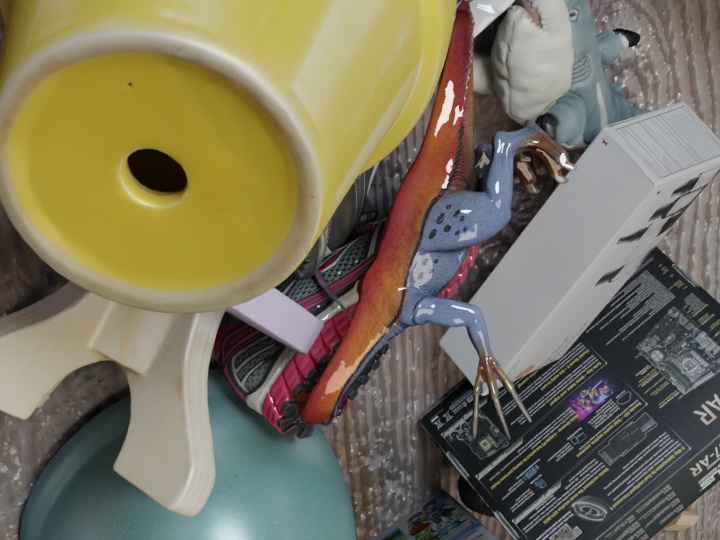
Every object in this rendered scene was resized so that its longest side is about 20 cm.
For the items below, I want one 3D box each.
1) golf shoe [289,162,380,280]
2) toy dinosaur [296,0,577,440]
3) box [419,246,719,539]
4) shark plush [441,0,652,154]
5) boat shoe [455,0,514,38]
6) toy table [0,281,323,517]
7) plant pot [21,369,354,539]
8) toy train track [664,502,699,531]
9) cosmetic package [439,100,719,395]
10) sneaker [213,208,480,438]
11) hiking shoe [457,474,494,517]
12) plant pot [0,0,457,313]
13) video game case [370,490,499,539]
[{"bbox_3d":[-0.025,-0.097,0.839,0.094,0.078,0.200,-30,136,-50],"label":"golf shoe"},{"bbox_3d":[0.020,-0.008,0.840,0.181,0.105,0.200,-37,108,-14],"label":"toy dinosaur"},{"bbox_3d":[0.160,0.091,1.040,0.200,0.160,0.044,-40,137,-2],"label":"box"},{"bbox_3d":[0.138,-0.105,0.924,0.200,0.091,0.083,25,100,-44],"label":"shark plush"},{"bbox_3d":[0.079,-0.185,0.842,0.200,0.069,0.057,-43,102,13],"label":"boat shoe"},{"bbox_3d":[-0.117,0.033,0.808,0.200,0.184,0.117,33,85,-37],"label":"toy table"},{"bbox_3d":[-0.084,0.178,0.953,0.200,0.134,0.200,-18,132,-21],"label":"plant pot"},{"bbox_3d":[0.301,0.132,1.262,0.115,0.033,0.200,12,117,-40],"label":"toy train track"},{"bbox_3d":[0.132,-0.009,0.964,0.083,0.051,0.200,-18,153,-42],"label":"cosmetic package"},{"bbox_3d":[0.000,0.000,0.926,0.200,0.075,0.081,-45,151,-15],"label":"sneaker"},{"bbox_3d":[0.145,0.172,1.155,0.200,0.076,0.101,2,119,-37],"label":"hiking shoe"},{"bbox_3d":[-0.065,-0.089,0.665,0.201,0.189,0.201,5,129,6],"label":"plant pot"},{"bbox_3d":[0.001,0.226,1.039,0.200,0.182,0.022,-35,102,-6],"label":"video game case"}]
